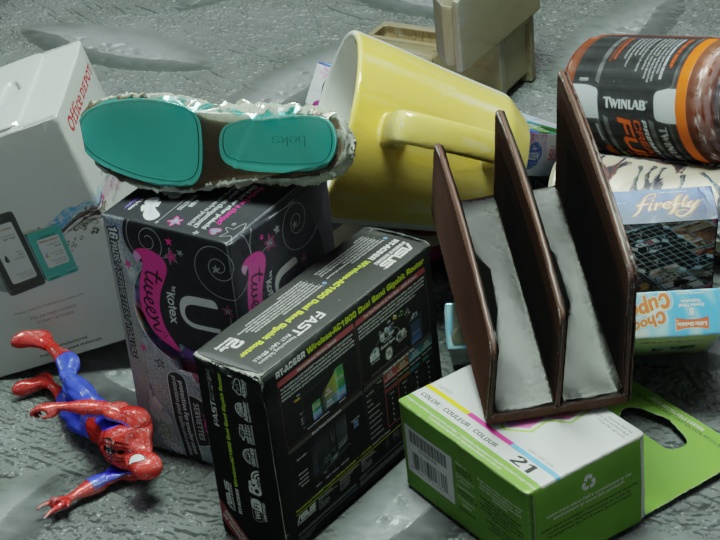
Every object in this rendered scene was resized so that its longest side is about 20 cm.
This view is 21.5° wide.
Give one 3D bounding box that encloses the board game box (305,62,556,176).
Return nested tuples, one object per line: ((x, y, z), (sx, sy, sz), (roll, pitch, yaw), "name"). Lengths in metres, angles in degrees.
((0.082, -0.131, 1.663), (0.200, 0.041, 0.199), (21, 10, 20), "board game box")

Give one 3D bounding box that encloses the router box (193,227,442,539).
((-0.023, 0.081, 1.325), (0.062, 0.150, 0.200), (16, 36, 33), "router box")

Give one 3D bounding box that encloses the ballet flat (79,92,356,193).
((-0.096, -0.085, 1.325), (0.199, 0.072, 0.072), (6, 32, 15), "ballet flat")

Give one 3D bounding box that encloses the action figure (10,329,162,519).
((-0.221, 0.113, 1.391), (0.099, 0.065, 0.200), (-17, 30, -35), "action figure")

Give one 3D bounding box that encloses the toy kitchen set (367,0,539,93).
((0.058, -0.258, 1.841), (0.180, 0.200, 0.163), (12, 34, 28), "toy kitchen set")

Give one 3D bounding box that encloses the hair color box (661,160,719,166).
((0.377, -0.119, 1.690), (0.199, 0.061, 0.100), (-10, 30, -7), "hair color box")

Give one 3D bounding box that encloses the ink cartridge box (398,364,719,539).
((0.149, 0.110, 1.319), (0.200, 0.076, 0.148), (-24, 35, -27), "ink cartridge box")

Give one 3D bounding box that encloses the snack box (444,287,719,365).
((0.164, 0.043, 1.409), (0.199, 0.037, 0.116), (-3, -9, 4), "snack box")

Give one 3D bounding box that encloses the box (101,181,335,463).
((-0.092, 0.028, 1.378), (0.115, 0.200, 0.132), (12, 35, 30), "box")

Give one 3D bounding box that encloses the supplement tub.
((0.271, -0.144, 1.590), (0.107, 0.107, 0.200), (-29, 24, -34), "supplement tub")

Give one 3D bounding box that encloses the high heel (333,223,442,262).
((0.000, 0.000, 1.536), (0.200, 0.096, 0.067), (-8, 43, -22), "high heel")

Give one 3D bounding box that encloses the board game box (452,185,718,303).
((0.168, -0.003, 1.449), (0.199, 0.136, 0.035), (-3, 51, 4), "board game box")

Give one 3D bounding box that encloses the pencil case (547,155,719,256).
((0.252, -0.050, 1.573), (0.199, 0.078, 0.089), (7, 35, 21), "pencil case")

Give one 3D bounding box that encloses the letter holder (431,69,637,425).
((0.114, -0.022, 1.284), (0.100, 0.142, 0.200), (-8, 49, -5), "letter holder")

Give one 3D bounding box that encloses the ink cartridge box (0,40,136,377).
((-0.257, -0.050, 1.513), (0.146, 0.200, 0.147), (-17, 28, 10), "ink cartridge box")

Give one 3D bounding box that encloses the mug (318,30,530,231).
((0.049, -0.086, 1.467), (0.153, 0.150, 0.187), (14, 30, -13), "mug")
